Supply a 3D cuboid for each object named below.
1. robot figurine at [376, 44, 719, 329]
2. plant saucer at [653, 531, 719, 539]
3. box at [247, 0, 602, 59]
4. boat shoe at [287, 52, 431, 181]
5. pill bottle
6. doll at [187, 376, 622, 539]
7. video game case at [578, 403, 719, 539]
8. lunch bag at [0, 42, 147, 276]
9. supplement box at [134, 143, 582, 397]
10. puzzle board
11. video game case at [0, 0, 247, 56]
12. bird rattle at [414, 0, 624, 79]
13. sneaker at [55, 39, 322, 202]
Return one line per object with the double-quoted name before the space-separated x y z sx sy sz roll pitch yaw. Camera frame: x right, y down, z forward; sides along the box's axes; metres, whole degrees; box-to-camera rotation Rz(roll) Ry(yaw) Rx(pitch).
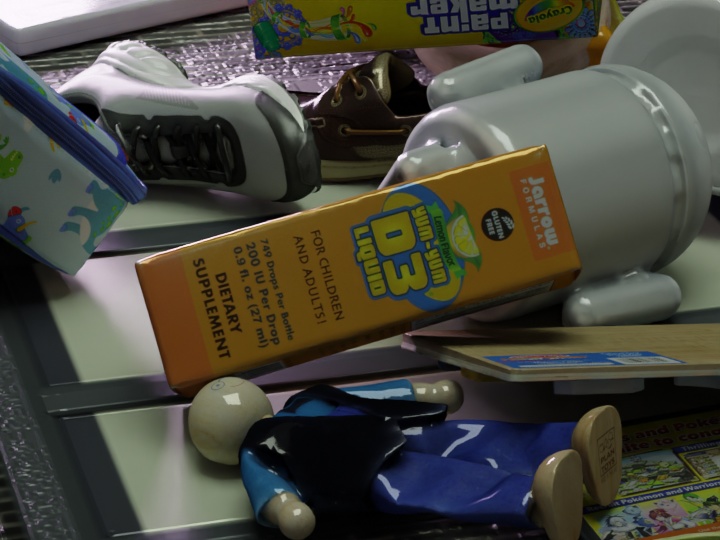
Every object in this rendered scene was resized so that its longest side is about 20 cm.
"robot figurine" 0.099 -0.042 1.251 0.199 0.113 0.170 -16 70 -32
"plant saucer" 0.149 0.172 0.880 0.199 0.031 0.200 2 34 -1
"box" 0.042 -0.219 1.438 0.199 0.123 0.193 -2 25 10
"boat shoe" 0.012 -0.092 1.399 0.199 0.072 0.072 10 27 16
"pill bottle" 0.216 -0.118 1.403 0.113 0.114 0.200 12 18 20
"doll" 0.012 0.077 1.062 0.199 0.049 0.136 5 26 30
"video game case" 0.189 0.110 1.045 0.199 0.026 0.181 -9 28 -18
"lunch bag" -0.211 -0.084 1.284 0.083 0.161 0.200 -50 40 -3
"supplement box" 0.000 0.000 1.135 0.199 0.067 0.069 -17 -7 -3
"puzzle board" 0.136 0.041 1.130 0.199 0.017 0.151 -1 5 -17
"video game case" -0.191 -0.200 1.670 0.199 0.022 0.182 -17 31 -32
"bird rattle" 0.085 -0.177 1.559 0.199 0.113 0.163 -5 43 -8
"sneaker" -0.099 -0.072 1.366 0.200 0.074 0.079 17 38 41
